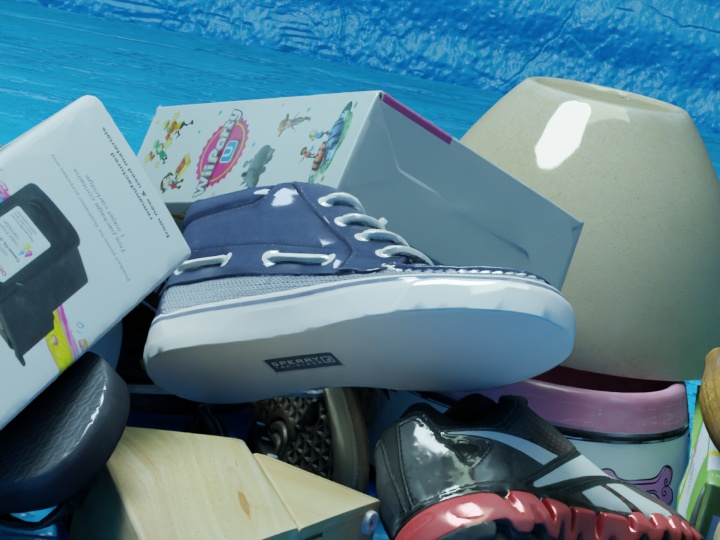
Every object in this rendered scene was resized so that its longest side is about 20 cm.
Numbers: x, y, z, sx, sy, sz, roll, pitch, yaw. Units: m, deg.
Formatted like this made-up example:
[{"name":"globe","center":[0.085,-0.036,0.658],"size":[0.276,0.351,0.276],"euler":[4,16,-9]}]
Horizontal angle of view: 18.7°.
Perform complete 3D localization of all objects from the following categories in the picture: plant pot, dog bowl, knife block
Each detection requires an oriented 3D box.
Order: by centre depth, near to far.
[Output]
[{"name":"knife block","center":[-0.091,0.103,0.893],"size":[0.175,0.065,0.200],"euler":[17,13,27]},{"name":"dog bowl","center":[0.088,0.076,1.185],"size":[0.198,0.074,0.200],"euler":[11,12,-2]},{"name":"plant pot","center":[0.123,-0.033,1.224],"size":[0.199,0.136,0.200],"euler":[11,11,-2]}]

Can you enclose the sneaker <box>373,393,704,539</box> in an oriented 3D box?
[{"name":"sneaker","center":[0.077,0.101,0.946],"size":[0.200,0.071,0.098],"euler":[14,42,-47]}]

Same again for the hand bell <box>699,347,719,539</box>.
[{"name":"hand bell","center":[0.172,0.096,0.949],"size":[0.103,0.105,0.200],"euler":[10,30,-9]}]

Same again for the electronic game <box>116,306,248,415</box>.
[{"name":"electronic game","center":[-0.134,0.036,1.228],"size":[0.198,0.042,0.200],"euler":[11,12,-2]}]

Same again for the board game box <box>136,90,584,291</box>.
[{"name":"board game box","center":[-0.009,-0.029,1.114],"size":[0.147,0.065,0.199],"euler":[31,-18,-33]}]

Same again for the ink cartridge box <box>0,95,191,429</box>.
[{"name":"ink cartridge box","center":[-0.178,0.025,0.857],"size":[0.145,0.083,0.200],"euler":[-27,11,29]}]

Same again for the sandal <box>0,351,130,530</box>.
[{"name":"sandal","center":[-0.136,0.074,0.892],"size":[0.043,0.076,0.200],"euler":[49,-20,-14]}]

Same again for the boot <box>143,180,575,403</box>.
[{"name":"boot","center":[0.000,0.000,0.947],"size":[0.198,0.091,0.073],"euler":[-4,-33,23]}]

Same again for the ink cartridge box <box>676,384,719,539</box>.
[{"name":"ink cartridge box","center":[0.237,0.097,1.089],"size":[0.147,0.076,0.200],"euler":[13,30,4]}]

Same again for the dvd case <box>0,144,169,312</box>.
[{"name":"dvd case","center":[-0.150,-0.030,1.053],"size":[0.200,0.025,0.150],"euler":[37,-3,-36]}]

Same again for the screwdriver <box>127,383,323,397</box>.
[{"name":"screwdriver","center":[-0.107,0.060,1.072],"size":[0.199,0.028,0.029],"euler":[2,29,32]}]

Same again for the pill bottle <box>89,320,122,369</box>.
[{"name":"pill bottle","center":[-0.219,0.015,1.064],"size":[0.199,0.113,0.112],"euler":[18,13,27]}]

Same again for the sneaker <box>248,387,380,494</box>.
[{"name":"sneaker","center":[-0.017,0.065,1.103],"size":[0.075,0.071,0.200],"euler":[20,22,-27]}]

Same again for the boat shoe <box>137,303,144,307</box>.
[{"name":"boat shoe","center":[-0.149,-0.012,1.198],"size":[0.199,0.074,0.069],"euler":[1,11,-32]}]
